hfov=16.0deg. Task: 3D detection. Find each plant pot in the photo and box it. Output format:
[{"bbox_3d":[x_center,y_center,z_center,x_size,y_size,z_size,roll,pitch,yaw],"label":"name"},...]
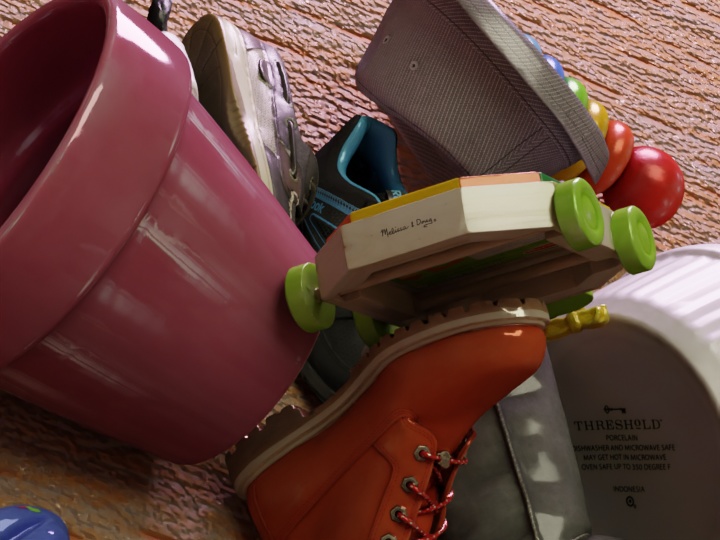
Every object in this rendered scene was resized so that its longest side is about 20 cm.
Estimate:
[{"bbox_3d":[-0.120,-0.006,1.246,0.179,0.200,0.201,39,32,-25],"label":"plant pot"}]

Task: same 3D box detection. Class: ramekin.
[{"bbox_3d":[0.168,0.093,1.366,0.094,0.203,0.203,-13,59,-42],"label":"ramekin"}]

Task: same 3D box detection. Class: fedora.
[{"bbox_3d":[0.057,-0.104,1.487,0.177,0.090,0.200,49,2,-46],"label":"fedora"}]

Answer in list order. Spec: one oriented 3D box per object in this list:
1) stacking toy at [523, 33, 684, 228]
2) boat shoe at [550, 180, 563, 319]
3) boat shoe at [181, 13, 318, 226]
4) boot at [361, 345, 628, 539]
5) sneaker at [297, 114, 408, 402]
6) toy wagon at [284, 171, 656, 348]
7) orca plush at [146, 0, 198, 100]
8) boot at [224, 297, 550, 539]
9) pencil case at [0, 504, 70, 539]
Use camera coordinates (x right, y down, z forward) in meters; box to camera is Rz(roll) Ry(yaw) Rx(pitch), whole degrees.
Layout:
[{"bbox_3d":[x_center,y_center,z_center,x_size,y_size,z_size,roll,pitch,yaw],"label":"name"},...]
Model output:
[{"bbox_3d":[0.124,-0.092,1.646,0.199,0.085,0.086,34,35,-18],"label":"stacking toy"},{"bbox_3d":[0.101,-0.010,1.502,0.200,0.068,0.057,-82,149,-82],"label":"boat shoe"},{"bbox_3d":[-0.054,-0.052,1.421,0.066,0.072,0.202,7,56,-33],"label":"boat shoe"},{"bbox_3d":[0.104,0.105,1.304,0.180,0.073,0.201,-6,48,-8],"label":"boot"},{"bbox_3d":[0.000,0.000,1.421,0.073,0.082,0.201,13,43,-31],"label":"sneaker"},{"bbox_3d":[0.063,0.000,1.237,0.200,0.154,0.040,19,58,-61],"label":"toy wagon"},{"bbox_3d":[-0.133,-0.100,1.394,0.070,0.106,0.200,-7,26,-9],"label":"orca plush"},{"bbox_3d":[0.027,0.093,1.248,0.075,0.200,0.108,9,50,-48],"label":"boot"},{"bbox_3d":[-0.127,0.185,1.077,0.087,0.078,0.200,14,29,-44],"label":"pencil case"}]
